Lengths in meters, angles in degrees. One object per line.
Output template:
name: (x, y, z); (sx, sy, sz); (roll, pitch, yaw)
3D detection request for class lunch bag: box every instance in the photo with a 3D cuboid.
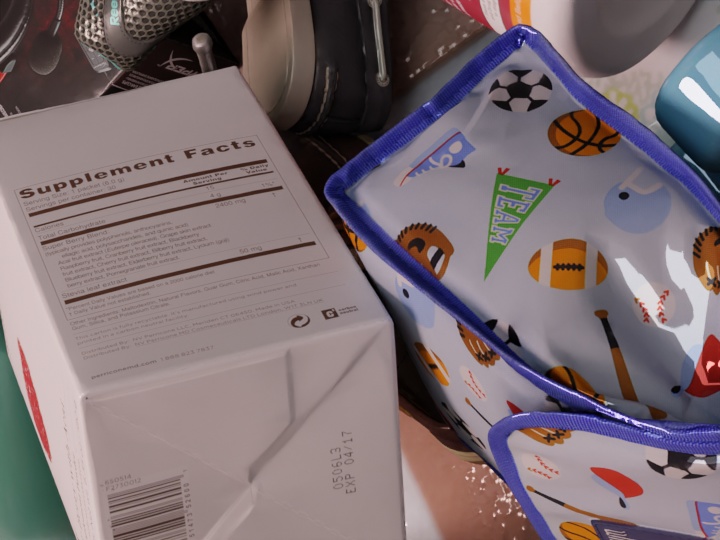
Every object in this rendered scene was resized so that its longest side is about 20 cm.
lunch bag: (0.096, 0.040, 0.866); (0.124, 0.170, 0.200); (-41, 53, -8)

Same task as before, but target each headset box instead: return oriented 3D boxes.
headset box: (-0.179, -0.093, 1.155); (0.200, 0.075, 0.149); (-42, 66, 18)

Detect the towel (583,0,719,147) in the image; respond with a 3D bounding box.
towel: (0.151, -0.143, 0.991); (0.199, 0.048, 0.172); (-33, 65, 22)

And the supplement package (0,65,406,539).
supplement package: (-0.071, 0.027, 0.934); (0.200, 0.119, 0.122); (-122, 23, -53)

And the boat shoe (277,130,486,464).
boat shoe: (0.000, 0.000, 1.041); (0.072, 0.072, 0.201); (-43, 64, 17)

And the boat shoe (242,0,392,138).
boat shoe: (-0.016, -0.153, 1.088); (0.073, 0.062, 0.202); (-36, 49, 56)

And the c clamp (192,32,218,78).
c clamp: (-0.136, -0.032, 1.069); (0.198, 0.172, 0.027); (-8, 45, 13)

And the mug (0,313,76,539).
mug: (-0.162, 0.085, 1.092); (0.152, 0.184, 0.115); (-37, 60, 56)

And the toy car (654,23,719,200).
toy car: (0.238, -0.037, 0.888); (0.199, 0.177, 0.185); (-37, 73, -11)

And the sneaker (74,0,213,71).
sneaker: (-0.096, -0.164, 1.059); (0.091, 0.077, 0.201); (-45, 25, 27)

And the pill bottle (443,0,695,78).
pill bottle: (0.044, -0.169, 0.967); (0.199, 0.113, 0.114); (34, 100, 30)
